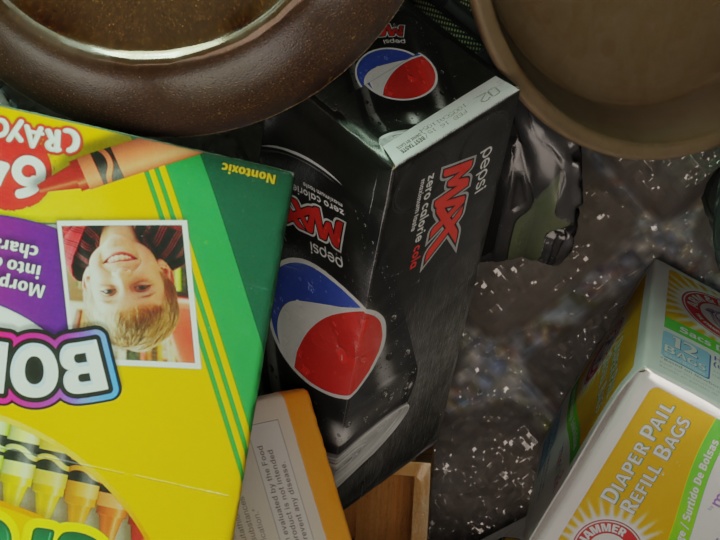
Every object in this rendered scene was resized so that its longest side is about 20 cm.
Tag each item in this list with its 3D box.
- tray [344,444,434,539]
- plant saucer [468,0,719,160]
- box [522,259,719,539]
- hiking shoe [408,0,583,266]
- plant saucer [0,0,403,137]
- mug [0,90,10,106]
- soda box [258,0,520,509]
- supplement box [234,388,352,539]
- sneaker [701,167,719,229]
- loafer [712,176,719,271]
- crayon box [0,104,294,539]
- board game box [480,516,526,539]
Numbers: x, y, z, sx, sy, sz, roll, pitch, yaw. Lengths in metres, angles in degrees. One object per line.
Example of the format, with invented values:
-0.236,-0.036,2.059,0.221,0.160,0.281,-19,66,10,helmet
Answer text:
-0.023,0.164,1.185,0.098,0.037,0.201,4,109,3,tray
0.114,-0.140,1.031,0.199,0.029,0.201,-13,114,-30,plant saucer
0.172,0.099,1.104,0.199,0.113,0.102,28,113,-4,box
0.030,-0.092,1.078,0.100,0.076,0.201,-6,108,4,hiking shoe
-0.071,-0.145,0.961,0.199,0.032,0.201,1,96,10,plant saucer
-0.230,-0.027,1.091,0.153,0.150,0.187,-28,110,22,mug
0.000,0.000,1.058,0.063,0.071,0.201,39,143,25,soda box
-0.101,0.128,1.021,0.199,0.073,0.127,-10,77,-28,supplement box
0.205,0.025,1.082,0.084,0.074,0.201,-33,78,5,sneaker
0.180,-0.083,1.026,0.068,0.070,0.201,24,90,13,loafer
-0.135,0.033,0.953,0.199,0.058,0.173,12,69,-9,crayon box
0.016,0.196,1.134,0.199,0.035,0.127,-24,108,-25,board game box
